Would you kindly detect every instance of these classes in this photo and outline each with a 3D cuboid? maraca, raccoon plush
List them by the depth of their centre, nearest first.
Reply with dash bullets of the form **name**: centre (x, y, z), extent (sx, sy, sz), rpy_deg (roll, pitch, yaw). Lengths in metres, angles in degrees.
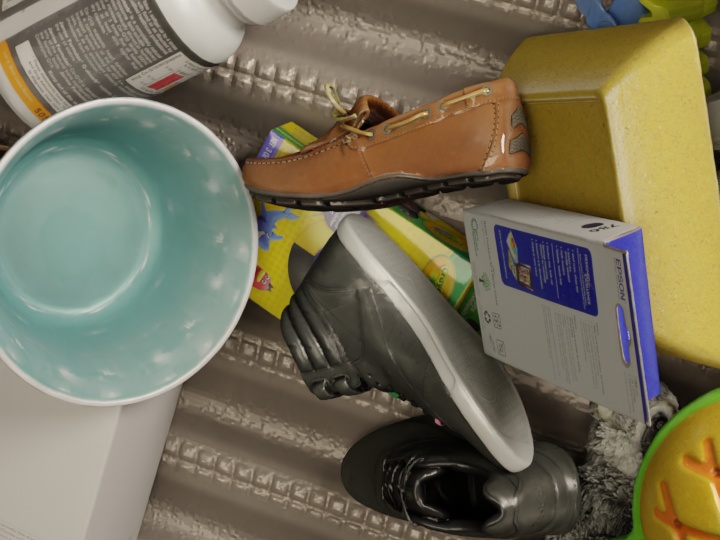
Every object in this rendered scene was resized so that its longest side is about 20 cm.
- **maraca**: centre (0.222, 0.154, 0.874), extent (0.137, 0.107, 0.201), rpy_deg (36, 119, 11)
- **raccoon plush**: centre (0.142, 0.145, 0.987), extent (0.198, 0.097, 0.135), rpy_deg (-20, 88, 21)

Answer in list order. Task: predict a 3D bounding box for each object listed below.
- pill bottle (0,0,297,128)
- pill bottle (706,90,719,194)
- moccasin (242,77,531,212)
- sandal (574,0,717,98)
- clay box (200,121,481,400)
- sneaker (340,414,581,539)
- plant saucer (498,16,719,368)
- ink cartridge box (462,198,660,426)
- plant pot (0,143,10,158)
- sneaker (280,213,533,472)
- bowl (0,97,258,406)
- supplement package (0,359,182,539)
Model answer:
- **pill bottle**: centre (-0.149, -0.177, 0.988), extent (0.198, 0.116, 0.117), rpy_deg (-22, 95, 21)
- **pill bottle**: centre (0.276, -0.022, 0.891), extent (0.110, 0.111, 0.202), rpy_deg (-20, 96, 20)
- **moccasin**: centre (0.011, -0.081, 0.929), extent (0.200, 0.073, 0.079), rpy_deg (-10, 85, 36)
- **sandal**: centre (0.174, -0.122, 0.929), extent (0.087, 0.079, 0.202), rpy_deg (19, 113, 42)
- **clay box**: centre (0.000, 0.000, 1.017), extent (0.199, 0.048, 0.116), rpy_deg (34, 110, 9)
- **sneaker**: centre (0.049, 0.140, 0.986), extent (0.199, 0.090, 0.077), rpy_deg (-4, 89, 47)
- **plant saucer**: centre (0.142, -0.043, 0.890), extent (0.048, 0.200, 0.202), rpy_deg (-14, 100, -20)
- **ink cartridge box**: centre (0.124, 0.018, 0.855), extent (0.039, 0.200, 0.101), rpy_deg (-13, 104, -18)
- **plant pot**: centre (-0.360, -0.041, 1.066), extent (0.199, 0.186, 0.189), rpy_deg (27, 109, 24)
- **sneaker**: centre (0.025, 0.069, 0.959), extent (0.099, 0.071, 0.201), rpy_deg (-45, 74, 23)
- **bowl**: centre (-0.179, -0.019, 0.981), extent (0.105, 0.199, 0.203), rpy_deg (19, 114, 58)
- **supplement package**: centre (-0.221, 0.136, 1.079), extent (0.120, 0.120, 0.202), rpy_deg (23, 108, 12)
